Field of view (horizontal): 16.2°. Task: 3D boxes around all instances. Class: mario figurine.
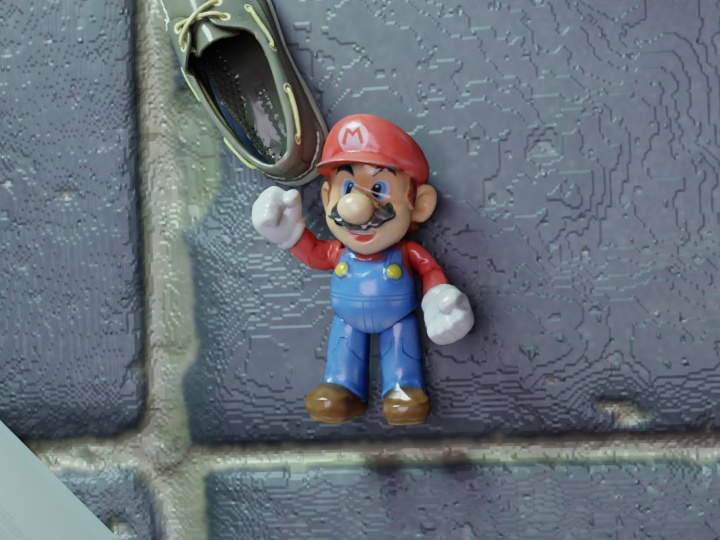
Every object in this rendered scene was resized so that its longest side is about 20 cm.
[{"bbox_3d":[0.000,0.000,1.634,0.123,0.106,0.202,-4,96,-23],"label":"mario figurine"}]

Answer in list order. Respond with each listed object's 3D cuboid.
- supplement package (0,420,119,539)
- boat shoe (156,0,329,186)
[{"bbox_3d":[-0.291,0.191,1.672,0.152,0.200,0.151,43,101,13],"label":"supplement package"},{"bbox_3d":[-0.088,-0.149,1.690,0.072,0.060,0.203,-33,80,14],"label":"boat shoe"}]
